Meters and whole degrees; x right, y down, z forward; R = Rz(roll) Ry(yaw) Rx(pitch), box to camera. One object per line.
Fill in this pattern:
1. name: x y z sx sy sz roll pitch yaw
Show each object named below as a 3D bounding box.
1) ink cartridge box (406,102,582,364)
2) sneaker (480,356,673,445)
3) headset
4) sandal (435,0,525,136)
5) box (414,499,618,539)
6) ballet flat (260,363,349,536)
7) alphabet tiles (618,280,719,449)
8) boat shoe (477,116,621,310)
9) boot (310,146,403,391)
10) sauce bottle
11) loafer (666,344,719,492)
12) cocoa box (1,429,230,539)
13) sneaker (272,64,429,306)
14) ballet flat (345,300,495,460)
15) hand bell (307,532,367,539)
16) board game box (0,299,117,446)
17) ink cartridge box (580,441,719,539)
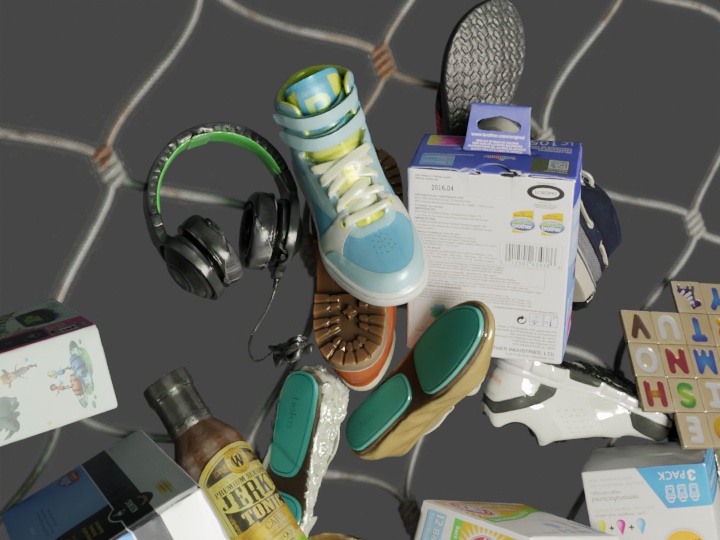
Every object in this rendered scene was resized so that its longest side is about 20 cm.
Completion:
1. ink cartridge box: 0.109 -0.032 1.018 0.135 0.077 0.202 5 120 11
2. sneaker: 0.195 0.125 1.145 0.198 0.074 0.081 20 100 -19
3. headset: -0.094 -0.021 0.987 0.122 0.094 0.202 -21 90 -20
4. sandal: 0.095 -0.138 1.094 0.074 0.045 0.202 1 108 -20
5. box: 0.126 0.261 1.049 0.199 0.101 0.114 18 86 -57
6. ballet flat: -0.053 0.179 1.038 0.071 0.072 0.202 20 87 -23
7. alphabet tiles: 0.336 0.087 1.169 0.198 0.008 0.169 4 61 -22
8. boat shoe: 0.165 -0.068 1.101 0.093 0.074 0.201 -50 126 -34
9. boot: 0.000 0.000 1.046 0.074 0.107 0.202 2 67 11
10. sauce bottle: -0.104 0.170 0.979 0.064 0.065 0.201 -32 80 -18
11. loafer: 0.321 0.171 1.198 0.069 0.075 0.203 -3 85 -19
12. cocoa box: -0.167 0.221 0.913 0.130 0.200 0.134 -31 105 -17
13. sneaker: -0.014 -0.074 0.948 0.079 0.201 0.131 -25 142 -8
14. ballet flat: 0.062 0.092 1.033 0.063 0.200 0.069 15 47 -32
15. hand bell: -0.029 0.337 1.060 0.103 0.104 0.202 13 101 -23
16. board game box: -0.288 0.086 0.881 0.198 0.147 0.065 -19 102 -22
17. ink cartridge box: 0.280 0.266 1.154 0.114 0.068 0.202 -8 99 22
